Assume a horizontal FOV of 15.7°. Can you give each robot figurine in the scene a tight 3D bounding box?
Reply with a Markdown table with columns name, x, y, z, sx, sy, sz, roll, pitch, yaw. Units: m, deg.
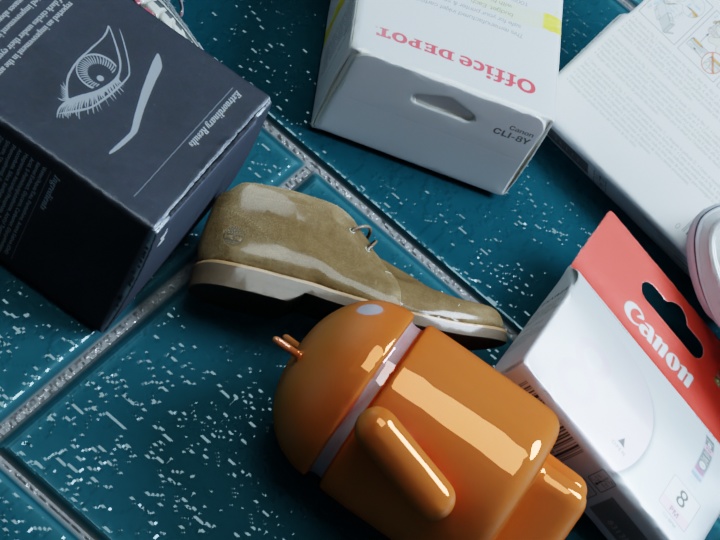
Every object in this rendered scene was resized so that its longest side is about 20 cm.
| name | x | y | z | sx | sy | sz | roll | pitch | yaw |
| --- | --- | --- | --- | --- | --- | --- | --- | --- | --- |
| robot figurine | 0.034 | 0.095 | 1.492 | 0.199 | 0.117 | 0.144 | 35 | 45 | 3 |

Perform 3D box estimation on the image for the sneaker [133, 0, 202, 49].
| name | x | y | z | sx | sy | sz | roll | pitch | yaw |
| --- | --- | --- | --- | --- | --- | --- | --- | --- | --- |
| sneaker | -0.145 | -0.170 | 1.642 | 0.074 | 0.081 | 0.200 | -22 | 65 | -42 |

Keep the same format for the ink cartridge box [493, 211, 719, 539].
| name | x | y | z | sx | sy | sz | roll | pitch | yaw |
| --- | --- | --- | --- | --- | --- | --- | --- | --- | --- |
| ink cartridge box | 0.176 | 0.067 | 1.607 | 0.163 | 0.057 | 0.200 | 49 | 49 | -10 |

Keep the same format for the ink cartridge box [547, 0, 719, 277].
| name | x | y | z | sx | sy | sz | roll | pitch | yaw |
| --- | --- | --- | --- | --- | --- | --- | --- | --- | --- |
| ink cartridge box | 0.242 | -0.099 | 1.750 | 0.173 | 0.044 | 0.200 | -43 | 77 | -8 |

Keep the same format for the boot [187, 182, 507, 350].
| name | x | y | z | sx | sy | sz | roll | pitch | yaw |
| --- | --- | --- | --- | --- | --- | --- | --- | --- | --- |
| boot | 0.000 | 0.000 | 1.572 | 0.199 | 0.074 | 0.076 | 16 | 72 | -14 |

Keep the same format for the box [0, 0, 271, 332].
| name | x | y | z | sx | sy | sz | roll | pitch | yaw |
| --- | --- | --- | --- | --- | --- | --- | --- | --- | --- |
| box | -0.179 | -0.087 | 1.540 | 0.200 | 0.104 | 0.148 | 36 | 46 | 3 |

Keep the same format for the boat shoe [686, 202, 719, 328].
| name | x | y | z | sx | sy | sz | roll | pitch | yaw |
| --- | --- | --- | --- | --- | --- | --- | --- | --- | --- |
| boat shoe | 0.273 | 0.042 | 1.660 | 0.073 | 0.065 | 0.201 | -30 | 80 | -5 |

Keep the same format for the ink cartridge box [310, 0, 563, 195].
| name | x | y | z | sx | sy | sz | roll | pitch | yaw |
| --- | --- | --- | --- | --- | --- | --- | --- | --- | --- |
| ink cartridge box | 0.054 | -0.165 | 1.739 | 0.144 | 0.084 | 0.201 | 19 | 47 | -12 |
